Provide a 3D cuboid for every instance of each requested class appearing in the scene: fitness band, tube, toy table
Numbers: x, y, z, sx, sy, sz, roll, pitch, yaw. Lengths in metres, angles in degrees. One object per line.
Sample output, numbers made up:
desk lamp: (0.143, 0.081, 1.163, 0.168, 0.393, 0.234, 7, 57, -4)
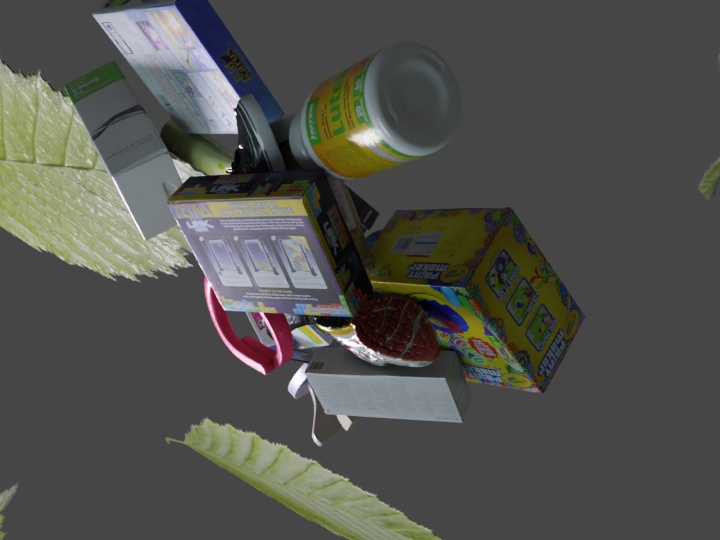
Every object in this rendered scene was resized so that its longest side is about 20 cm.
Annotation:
fitness band: (-0.160, 0.065, 1.372, 0.199, 0.037, 0.145, 20, 128, 52)
tube: (-0.199, -0.151, 1.296, 0.058, 0.052, 0.199, -2, -154, -45)
toy table: (-0.038, 0.199, 1.651, 0.117, 0.183, 0.200, 48, 166, 12)

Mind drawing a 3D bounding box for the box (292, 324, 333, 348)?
box: (-0.110, 0.011, 1.456, 0.200, 0.113, 0.101, 45, 153, -18)

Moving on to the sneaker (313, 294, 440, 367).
sneaker: (0.031, 0.075, 1.161, 0.082, 0.078, 0.199, 47, 164, -33)

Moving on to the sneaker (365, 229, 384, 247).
sneaker: (0.000, 0.000, 1.352, 0.069, 0.078, 0.201, 4, 139, -21)

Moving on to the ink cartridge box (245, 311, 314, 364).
ink cartridge box: (-0.141, 0.075, 1.548, 0.201, 0.037, 0.094, 57, -163, 26)

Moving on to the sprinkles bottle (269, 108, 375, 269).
sprinkles bottle: (-0.047, -0.089, 1.150, 0.068, 0.068, 0.202, -14, 98, 59)

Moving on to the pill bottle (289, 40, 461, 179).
pill bottle: (0.005, -0.157, 1.011, 0.111, 0.112, 0.199, 44, 154, -20)

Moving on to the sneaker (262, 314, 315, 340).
sneaker: (-0.068, 0.027, 1.336, 0.198, 0.060, 0.105, -20, 113, 31)

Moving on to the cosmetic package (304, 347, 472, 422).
cosmetic package: (0.035, 0.143, 1.223, 0.198, 0.051, 0.083, -1, 130, 28)

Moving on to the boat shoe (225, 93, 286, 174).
boat shoe: (-0.123, -0.106, 1.132, 0.070, 0.066, 0.201, -127, 19, -49)

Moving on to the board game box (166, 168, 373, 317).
board game box: (-0.103, -0.029, 1.103, 0.198, 0.057, 0.167, 2, 128, 34)

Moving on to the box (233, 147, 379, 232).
box: (-0.081, -0.108, 1.301, 0.200, 0.036, 0.143, 41, 156, -9)

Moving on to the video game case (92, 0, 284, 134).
video game case: (-0.211, -0.254, 1.190, 0.180, 0.046, 0.201, 11, 146, 44)

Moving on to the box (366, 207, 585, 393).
box: (0.131, 0.033, 1.181, 0.199, 0.122, 0.193, 3, 141, 50)

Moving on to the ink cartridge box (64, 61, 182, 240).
ink cartridge box: (-0.318, -0.165, 1.340, 0.201, 0.083, 0.146, 56, 168, 33)
